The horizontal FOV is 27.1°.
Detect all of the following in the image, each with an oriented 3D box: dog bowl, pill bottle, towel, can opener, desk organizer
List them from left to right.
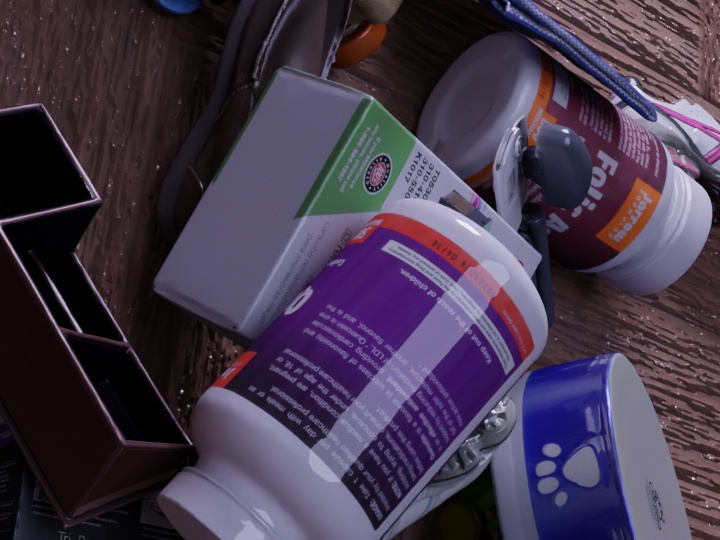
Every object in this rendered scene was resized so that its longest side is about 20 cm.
[{"bbox_3d":[-0.155,0.018,0.754,0.072,0.077,0.200,-17,67,-43],"label":"desk organizer"},{"bbox_3d":[-0.005,0.065,0.741,0.200,0.112,0.113,-46,107,-21],"label":"pill bottle"},{"bbox_3d":[0.110,-0.172,1.027,0.145,0.200,0.024,32,102,-31],"label":"towel"},{"bbox_3d":[0.118,-0.016,0.975,0.200,0.067,0.053,77,33,-46],"label":"can opener"},{"bbox_3d":[0.146,-0.069,1.049,0.200,0.114,0.115,31,59,-28],"label":"pill bottle"},{"bbox_3d":[0.152,0.156,0.951,0.200,0.079,0.201,-16,90,-71],"label":"dog bowl"}]

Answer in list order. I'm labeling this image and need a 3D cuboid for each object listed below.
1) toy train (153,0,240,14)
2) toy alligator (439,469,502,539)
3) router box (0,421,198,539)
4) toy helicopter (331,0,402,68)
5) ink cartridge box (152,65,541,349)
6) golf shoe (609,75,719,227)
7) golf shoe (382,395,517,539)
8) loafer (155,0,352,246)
[{"bbox_3d":[-0.129,-0.238,0.888,0.200,0.087,0.115,28,67,-30],"label":"toy train"},{"bbox_3d":[0.100,0.206,0.966,0.059,0.054,0.201,-8,82,-40],"label":"toy alligator"},{"bbox_3d":[-0.110,0.176,0.804,0.199,0.052,0.158,20,64,-33],"label":"router box"},{"bbox_3d":[0.045,-0.209,0.953,0.079,0.200,0.132,51,55,-32],"label":"toy helicopter"},{"bbox_3d":[0.000,0.000,0.863,0.200,0.084,0.145,37,80,-47],"label":"ink cartridge box"},{"bbox_3d":[0.275,-0.094,1.191,0.199,0.073,0.092,18,64,-34],"label":"golf shoe"},{"bbox_3d":[-0.002,0.131,0.825,0.199,0.097,0.078,-27,64,-17],"label":"golf shoe"},{"bbox_3d":[-0.047,-0.096,0.891,0.073,0.071,0.201,31,79,-52],"label":"loafer"}]
